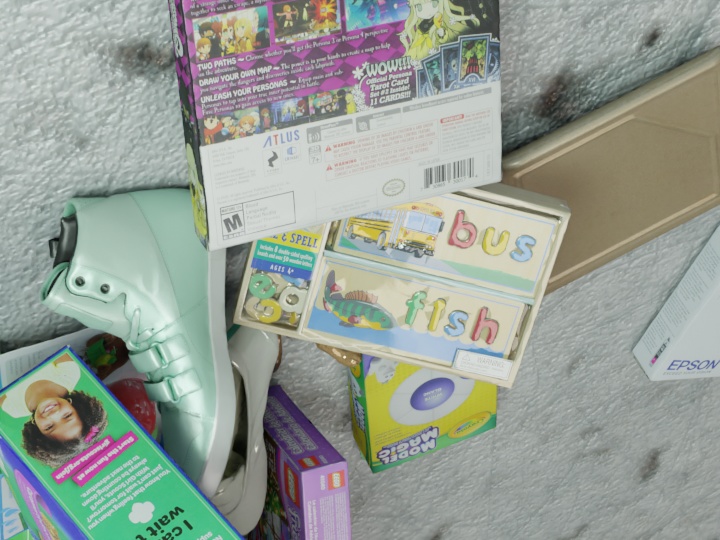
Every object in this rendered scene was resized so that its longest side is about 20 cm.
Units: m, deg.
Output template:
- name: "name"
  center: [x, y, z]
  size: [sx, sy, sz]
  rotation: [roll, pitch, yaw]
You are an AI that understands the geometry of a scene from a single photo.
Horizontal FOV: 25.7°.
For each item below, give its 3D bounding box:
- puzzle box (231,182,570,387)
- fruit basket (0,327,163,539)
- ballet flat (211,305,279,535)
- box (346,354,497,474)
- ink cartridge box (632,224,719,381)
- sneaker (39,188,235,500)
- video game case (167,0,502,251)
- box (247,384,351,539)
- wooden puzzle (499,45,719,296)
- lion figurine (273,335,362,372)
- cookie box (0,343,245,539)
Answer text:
- name: "puzzle box"
  center: [0.026, -0.006, 1.041]
  size: [0.198, 0.025, 0.134]
  rotation: [13, 111, -8]
- name: "fruit basket"
  center: [-0.197, 0.109, 1.081]
  size: [0.199, 0.094, 0.186]
  rotation: [-14, 141, -24]
- name: "ballet flat"
  center: [-0.100, 0.118, 1.118]
  size: [0.069, 0.070, 0.201]
  rotation: [-7, 125, -26]
- name: "box"
  center: [0.049, 0.087, 1.251]
  size: [0.117, 0.049, 0.201]
  rotation: [-20, 144, -11]
- name: "ink cartridge box"
  center: [0.361, 0.015, 1.373]
  size: [0.195, 0.043, 0.201]
  rotation: [0, 136, -32]
- name: "sneaker"
  center: [-0.144, 0.049, 0.987]
  size: [0.117, 0.202, 0.074]
  rotation: [0, 171, -27]
- name: "video game case"
  center: [-0.011, -0.118, 0.933]
  size: [0.199, 0.036, 0.183]
  rotation: [-15, 121, -18]
- name: "box"
  center: [-0.048, 0.205, 1.190]
  size: [0.039, 0.137, 0.202]
  rotation: [-12, 114, -21]
- name: "wooden puzzle"
  center: [0.189, -0.071, 1.171]
  size: [0.184, 0.037, 0.200]
  rotation: [-27, 148, -3]
- name: "lion figurine"
  center: [0.000, 0.000, 1.098]
  size: [0.199, 0.073, 0.123]
  rotation: [-28, 138, 5]
- name: "cookie box"
  center: [-0.134, 0.170, 0.962]
  size: [0.075, 0.200, 0.172]
  rotation: [-37, 150, -21]
